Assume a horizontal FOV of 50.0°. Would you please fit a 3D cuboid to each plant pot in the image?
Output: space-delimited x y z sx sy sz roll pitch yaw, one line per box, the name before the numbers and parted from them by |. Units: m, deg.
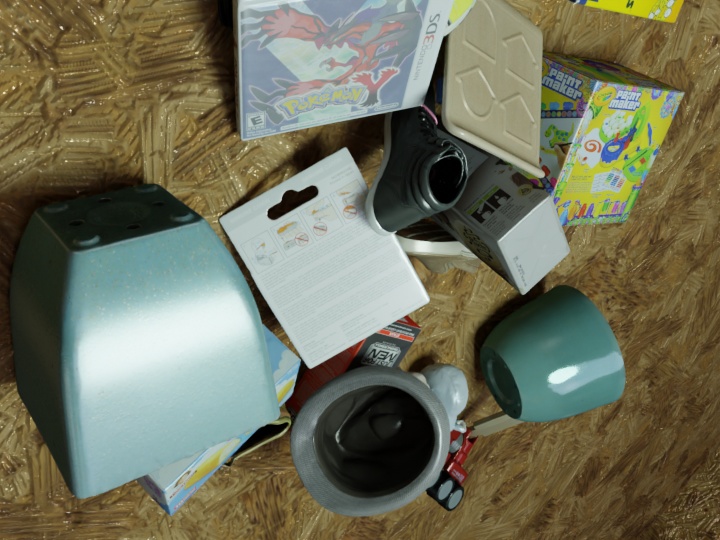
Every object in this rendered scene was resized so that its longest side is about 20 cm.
plant pot | 0.286 0.145 1.215 0.160 0.201 0.201 -21 133 -14
plant pot | -0.204 0.038 0.696 0.195 0.196 0.201 -17 121 -32

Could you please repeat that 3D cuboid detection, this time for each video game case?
video game case | -0.017 -0.199 0.710 0.199 0.023 0.183 -14 155 -15

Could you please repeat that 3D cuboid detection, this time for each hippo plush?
hippo plush | 0.095 0.221 1.119 0.160 0.159 0.201 -6 123 -38

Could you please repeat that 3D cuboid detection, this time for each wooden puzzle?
wooden puzzle | 0.141 -0.214 0.854 0.185 0.046 0.201 14 71 -47

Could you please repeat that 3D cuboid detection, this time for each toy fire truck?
toy fire truck | 0.158 0.275 1.260 0.200 0.128 0.176 -53 140 -12

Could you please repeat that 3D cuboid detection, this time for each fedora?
fedora | 0.018 0.207 0.977 0.199 0.177 0.090 -33 176 11

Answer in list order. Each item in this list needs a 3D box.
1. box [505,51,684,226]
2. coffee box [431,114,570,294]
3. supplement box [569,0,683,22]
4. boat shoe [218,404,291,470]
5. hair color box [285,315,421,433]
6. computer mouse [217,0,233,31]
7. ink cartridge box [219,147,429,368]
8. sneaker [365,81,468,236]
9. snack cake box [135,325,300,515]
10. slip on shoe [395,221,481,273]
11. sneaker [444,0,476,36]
box | 0.290 -0.171 1.021 0.199 0.122 0.194 -5 123 -39
coffee box | 0.137 -0.079 0.894 0.080 0.200 0.113 -41 140 -4
supplement box | 0.286 -0.361 0.882 0.199 0.109 0.109 -7 125 -39
boat shoe | -0.178 0.203 0.931 0.199 0.068 0.072 -27 136 -23
hair color box | -0.014 0.137 1.033 0.101 0.061 0.201 18 108 -48
computer mouse | -0.052 -0.300 0.655 0.199 0.046 0.141 -34 163 -7
ink cartridge box | -0.038 -0.014 0.854 0.159 0.047 0.201 -29 107 3
sneaker | 0.074 -0.133 0.817 0.071 0.099 0.201 35 59 -38
snack cake box | -0.161 0.164 0.856 0.200 0.067 0.115 -43 167 -27
slip on shoe | 0.102 -0.025 0.997 0.199 0.076 0.061 -6 119 -54
sneaker | 0.037 -0.258 0.735 0.199 0.076 0.076 -27 168 -17
